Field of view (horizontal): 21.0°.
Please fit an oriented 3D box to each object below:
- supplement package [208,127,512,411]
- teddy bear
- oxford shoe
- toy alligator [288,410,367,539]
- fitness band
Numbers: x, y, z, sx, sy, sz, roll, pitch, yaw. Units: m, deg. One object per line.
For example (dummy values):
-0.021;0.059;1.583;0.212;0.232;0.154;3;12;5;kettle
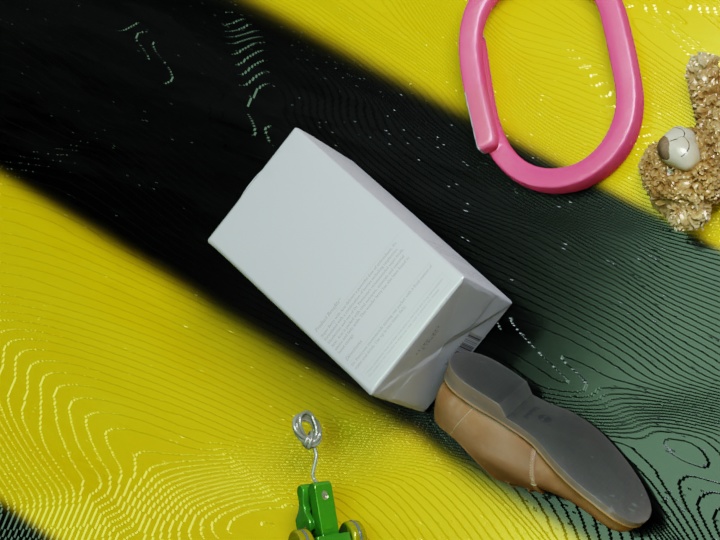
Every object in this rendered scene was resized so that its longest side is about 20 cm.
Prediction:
0.000;0.000;1.570;0.200;0.120;0.121;43;98;24;supplement package
0.303;-0.114;1.495;0.199;0.067;0.146;-14;72;19;teddy bear
0.141;0.147;1.521;0.200;0.071;0.072;37;122;25;oxford shoe
-0.033;0.217;1.578;0.054;0.059;0.201;-39;60;57;toy alligator
0.156;-0.162;1.587;0.143;0.037;0.201;-14;75;17;fitness band
